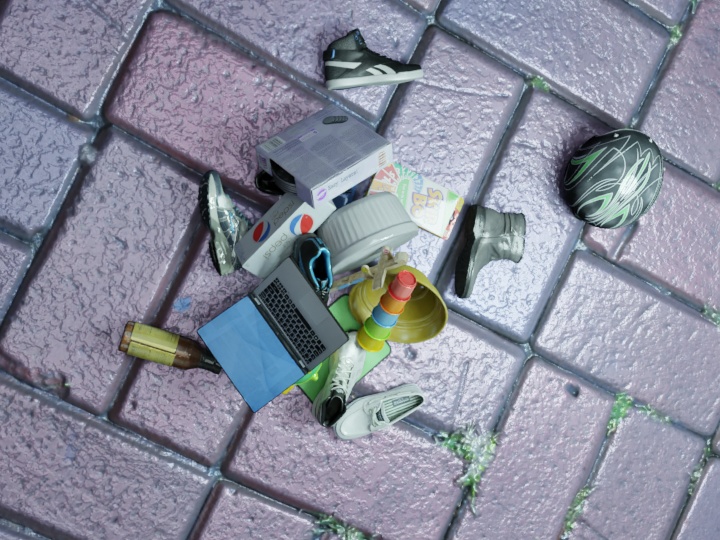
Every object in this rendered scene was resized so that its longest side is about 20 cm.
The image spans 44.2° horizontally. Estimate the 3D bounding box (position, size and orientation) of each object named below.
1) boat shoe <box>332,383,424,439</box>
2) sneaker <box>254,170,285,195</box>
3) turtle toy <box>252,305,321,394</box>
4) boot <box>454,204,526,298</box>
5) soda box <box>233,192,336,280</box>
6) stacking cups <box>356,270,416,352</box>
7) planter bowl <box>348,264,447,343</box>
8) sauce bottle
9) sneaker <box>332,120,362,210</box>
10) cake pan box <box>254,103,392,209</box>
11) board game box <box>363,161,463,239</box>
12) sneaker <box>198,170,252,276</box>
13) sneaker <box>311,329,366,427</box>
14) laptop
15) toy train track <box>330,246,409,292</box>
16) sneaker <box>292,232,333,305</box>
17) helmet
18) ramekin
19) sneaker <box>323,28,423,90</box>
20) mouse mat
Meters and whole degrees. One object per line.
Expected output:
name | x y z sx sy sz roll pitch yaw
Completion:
boat shoe | 0.037 0.283 1.792 0.198 0.067 0.074 -28 98 -9
sneaker | -0.108 -0.174 1.688 0.197 0.080 0.072 -8 96 15
turtle toy | -0.152 0.139 1.722 0.146 0.101 0.200 -44 89 -7
boot | 0.274 -0.030 1.828 0.130 0.070 0.203 12 95 -18
soda box | -0.142 -0.080 1.659 0.200 0.064 0.068 -44 134 12
stacking cups | 0.056 0.079 1.694 0.060 0.201 0.061 14 48 -17
planter bowl | 0.081 0.049 1.759 0.199 0.201 0.084 29 46 -12
sauce bottle | -0.360 0.154 1.700 0.198 0.066 0.067 21 89 -13
sneaker | -0.032 -0.199 1.737 0.078 0.089 0.203 11 91 -11
cake pan box | -0.070 -0.212 1.630 0.199 0.184 0.053 -34 138 -24
board game box | 0.112 -0.144 1.806 0.198 0.030 0.096 25 88 -15
sneaker | -0.257 -0.096 1.712 0.085 0.077 0.203 -15 103 -23
sneaker | -0.030 0.218 1.742 0.075 0.115 0.203 22 88 -12
laptop | -0.160 0.117 1.614 0.200 0.116 0.188 -41 84 36
toy train track | 0.000 0.000 1.681 0.198 0.115 0.033 -22 121 29
sneaker | -0.090 0.037 1.642 0.072 0.082 0.203 -11 111 -26
helmet | 0.516 -0.184 1.805 0.197 0.191 0.203 -1 94 -12
ramekin | 0.006 -0.075 1.704 0.201 0.202 0.095 -24 83 -10
sneaker | 0.024 -0.421 1.745 0.197 0.073 0.113 -8 96 -10
mouse mat | -0.053 0.166 1.796 0.200 0.008 0.161 -40 100 -8
